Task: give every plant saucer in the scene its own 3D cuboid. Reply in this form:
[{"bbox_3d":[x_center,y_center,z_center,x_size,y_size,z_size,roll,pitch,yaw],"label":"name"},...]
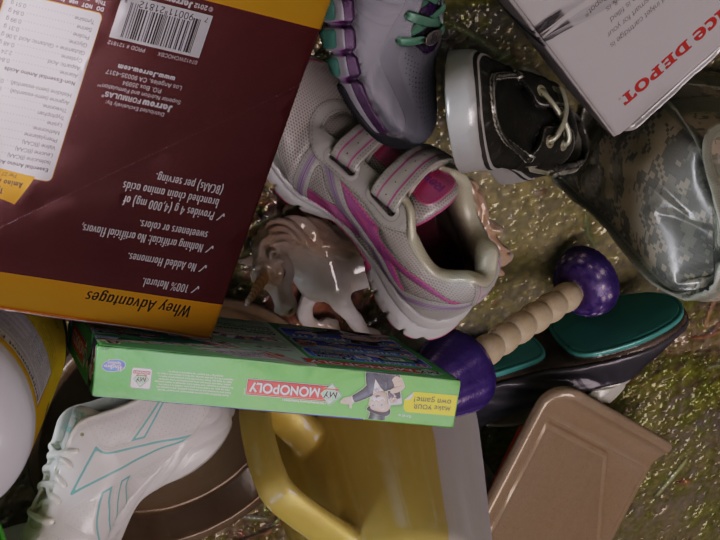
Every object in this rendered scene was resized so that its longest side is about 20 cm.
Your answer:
[{"bbox_3d":[-0.122,0.096,1.190,0.198,0.030,0.202,-14,127,-19],"label":"plant saucer"}]

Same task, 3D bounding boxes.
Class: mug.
[{"bbox_3d":[0.003,0.164,1.170,0.185,0.154,0.150,5,130,-19],"label":"mug"}]

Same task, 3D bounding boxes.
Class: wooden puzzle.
[{"bbox_3d":[0.127,0.183,1.302,0.185,0.037,0.201,29,94,-53],"label":"wooden puzzle"}]

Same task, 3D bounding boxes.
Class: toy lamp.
[{"bbox_3d":[0.097,0.043,1.198,0.199,0.058,0.059,-32,138,-42],"label":"toy lamp"}]

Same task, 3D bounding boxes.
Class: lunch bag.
[{"bbox_3d":[0.245,-0.047,1.176,0.163,0.200,0.118,5,120,-30],"label":"lunch bag"}]

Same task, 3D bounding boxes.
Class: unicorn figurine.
[{"bbox_3d":[0.000,0.000,1.170,0.200,0.074,0.138,-38,133,-22],"label":"unicorn figurine"}]

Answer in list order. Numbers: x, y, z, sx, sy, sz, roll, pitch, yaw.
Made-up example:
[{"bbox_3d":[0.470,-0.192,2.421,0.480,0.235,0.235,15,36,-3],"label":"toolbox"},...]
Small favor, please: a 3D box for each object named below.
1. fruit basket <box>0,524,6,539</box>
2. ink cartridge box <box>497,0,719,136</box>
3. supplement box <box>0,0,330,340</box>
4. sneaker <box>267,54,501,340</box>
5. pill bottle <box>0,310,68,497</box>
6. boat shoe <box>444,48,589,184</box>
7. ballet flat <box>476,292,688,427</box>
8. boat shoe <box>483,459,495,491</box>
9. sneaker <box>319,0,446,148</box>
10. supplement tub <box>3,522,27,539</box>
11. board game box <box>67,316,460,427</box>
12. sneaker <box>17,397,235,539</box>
[{"bbox_3d":[-0.307,0.140,1.029,0.214,0.156,0.216,-19,146,-13],"label":"fruit basket"},{"bbox_3d":[0.143,-0.201,1.088,0.146,0.086,0.200,-42,133,4],"label":"ink cartridge box"},{"bbox_3d":[-0.153,-0.092,0.959,0.196,0.133,0.201,10,110,-33],"label":"supplement box"},{"bbox_3d":[0.017,-0.053,1.081,0.200,0.088,0.081,48,58,-12],"label":"sneaker"},{"bbox_3d":[-0.219,0.064,0.956,0.111,0.200,0.113,0,107,-1],"label":"pill bottle"},{"bbox_3d":[0.095,-0.092,1.087,0.063,0.071,0.200,-4,176,16],"label":"boat shoe"},{"bbox_3d":[0.135,0.070,1.286,0.198,0.073,0.074,-15,128,-11],"label":"ballet flat"},{"bbox_3d":[0.075,0.178,1.327,0.072,0.069,0.200,-35,132,-2],"label":"boat shoe"},{"bbox_3d":[0.023,-0.164,1.000,0.074,0.087,0.202,-36,116,-50],"label":"sneaker"},{"bbox_3d":[-0.195,0.276,1.195,0.144,0.145,0.201,-22,132,-13],"label":"supplement tub"},{"bbox_3d":[-0.058,0.052,1.026,0.198,0.135,0.029,7,98,-16],"label":"board game box"},{"bbox_3d":[-0.168,0.128,1.116,0.201,0.070,0.080,-49,122,-17],"label":"sneaker"}]
